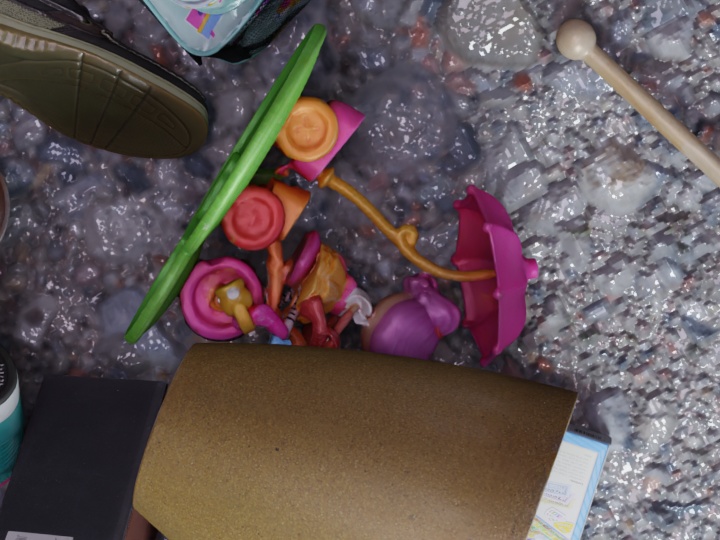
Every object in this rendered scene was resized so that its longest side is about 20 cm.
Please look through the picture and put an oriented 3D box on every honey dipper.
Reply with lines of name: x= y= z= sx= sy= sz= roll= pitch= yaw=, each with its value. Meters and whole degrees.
honey dipper: x=0.185 y=-0.068 z=1.562 sx=0.200 sy=0.038 sz=0.038 roll=45 pitch=97 yaw=6

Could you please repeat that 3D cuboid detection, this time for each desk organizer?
desk organizer: x=-0.152 y=0.148 z=1.525 sx=0.071 sy=0.200 sz=0.077 roll=3 pitch=126 yaw=6

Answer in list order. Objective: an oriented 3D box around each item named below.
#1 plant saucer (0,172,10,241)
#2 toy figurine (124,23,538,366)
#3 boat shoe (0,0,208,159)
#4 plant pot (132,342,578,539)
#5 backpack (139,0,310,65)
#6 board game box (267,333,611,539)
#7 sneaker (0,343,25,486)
plant saucer: x=-0.287 y=-0.009 z=1.557 sx=0.199 sy=0.201 sz=0.035 roll=-5 pitch=129 yaw=7
toy figurine: x=0.000 y=0.000 z=1.538 sx=0.184 sy=0.150 sz=0.201 roll=32 pitch=90 yaw=-5
boat shoe: x=-0.174 y=-0.126 z=1.580 sx=0.200 sy=0.066 sz=0.072 roll=20 pitch=139 yaw=-9
plant pot: x=-0.011 y=0.117 z=1.479 sx=0.199 sy=0.186 sz=0.187 roll=20 pitch=95 yaw=3
backpack: x=-0.065 y=-0.233 z=1.523 sx=0.200 sy=0.153 sz=0.176 roll=-42 pitch=83 yaw=1
board game box: x=0.026 y=0.127 z=1.590 sx=0.199 sy=0.034 sz=0.135 roll=18 pitch=95 yaw=5
sneaker: x=-0.250 y=0.060 z=1.596 sx=0.083 sy=0.121 sz=0.200 roll=-27 pitch=48 yaw=-25
